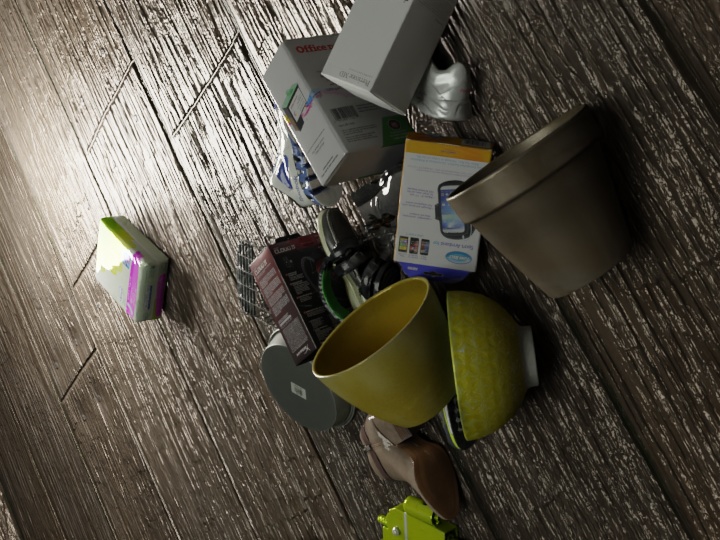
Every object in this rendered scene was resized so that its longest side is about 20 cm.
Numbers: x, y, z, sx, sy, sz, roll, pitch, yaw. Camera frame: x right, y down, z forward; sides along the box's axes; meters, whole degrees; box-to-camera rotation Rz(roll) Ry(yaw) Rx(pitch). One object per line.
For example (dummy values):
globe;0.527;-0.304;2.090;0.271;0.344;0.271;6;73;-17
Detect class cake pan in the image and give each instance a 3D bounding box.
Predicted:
cake pan;-0.095;0.191;1.815;0.199;0.037;0.202;27;136;29

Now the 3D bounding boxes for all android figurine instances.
android figurine;0.100;0.448;1.708;0.199;0.041;0.185;17;115;45

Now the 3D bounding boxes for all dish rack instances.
dish rack;-0.149;0.028;1.858;0.199;0.054;0.156;22;117;47

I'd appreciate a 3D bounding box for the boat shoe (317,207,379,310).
boat shoe;0.000;-0.012;1.654;0.066;0.071;0.203;-31;79;41

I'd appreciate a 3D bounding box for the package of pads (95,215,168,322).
package of pads;-0.481;-0.002;2.240;0.200;0.068;0.156;40;129;36

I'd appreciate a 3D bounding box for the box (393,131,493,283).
box;0.111;-0.082;1.463;0.117;0.042;0.203;8;116;6

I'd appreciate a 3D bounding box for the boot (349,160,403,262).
boot;0.074;-0.087;1.550;0.200;0.069;0.133;-29;86;58

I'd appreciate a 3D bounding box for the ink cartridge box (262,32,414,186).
ink cartridge box;-0.031;-0.237;1.548;0.202;0.144;0.084;60;139;17

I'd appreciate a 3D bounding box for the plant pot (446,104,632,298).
plant pot;0.229;-0.070;1.274;0.199;0.199;0.175;-29;95;51

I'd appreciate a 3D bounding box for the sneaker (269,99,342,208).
sneaker;-0.110;-0.186;1.715;0.115;0.080;0.202;-18;90;49

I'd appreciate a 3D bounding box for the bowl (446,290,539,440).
bowl;0.180;0.120;1.425;0.106;0.200;0.203;-8;99;8

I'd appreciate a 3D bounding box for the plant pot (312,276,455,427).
plant pot;0.053;0.128;1.461;0.199;0.200;0.143;-17;117;51

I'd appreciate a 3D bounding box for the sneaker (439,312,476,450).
sneaker;0.123;0.164;1.567;0.081;0.073;0.203;-30;71;57

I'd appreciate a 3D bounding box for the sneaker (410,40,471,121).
sneaker;0.081;-0.275;1.470;0.199;0.077;0.101;25;113;35

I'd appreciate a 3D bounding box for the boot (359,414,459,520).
boot;0.071;0.306;1.681;0.146;0.070;0.202;-39;71;56

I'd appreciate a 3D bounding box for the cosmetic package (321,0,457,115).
cosmetic package;0.045;-0.322;1.412;0.107;0.084;0.202;26;91;42

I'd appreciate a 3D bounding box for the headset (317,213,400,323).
headset;0.000;0.000;1.563;0.123;0.094;0.201;38;123;17

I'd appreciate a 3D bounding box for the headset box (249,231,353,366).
headset box;-0.072;0.029;1.687;0.075;0.147;0.202;-41;71;48
